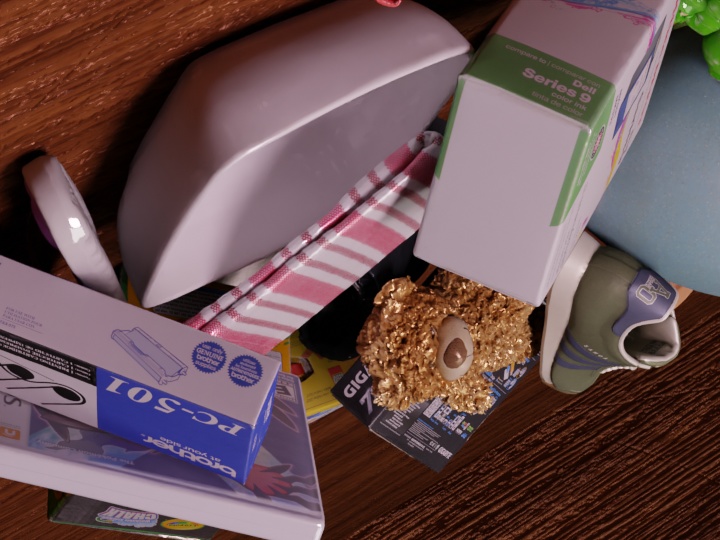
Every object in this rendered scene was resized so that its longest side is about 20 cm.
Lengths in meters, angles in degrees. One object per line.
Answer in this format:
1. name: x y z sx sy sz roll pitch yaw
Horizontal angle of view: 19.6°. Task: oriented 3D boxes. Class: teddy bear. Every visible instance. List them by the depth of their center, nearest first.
1. teddy bear: 0.083 0.037 1.433 0.200 0.067 0.145 8 116 -59

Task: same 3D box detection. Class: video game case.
1. video game case: -0.124 0.087 1.229 0.182 0.200 0.023 -105 -148 -64

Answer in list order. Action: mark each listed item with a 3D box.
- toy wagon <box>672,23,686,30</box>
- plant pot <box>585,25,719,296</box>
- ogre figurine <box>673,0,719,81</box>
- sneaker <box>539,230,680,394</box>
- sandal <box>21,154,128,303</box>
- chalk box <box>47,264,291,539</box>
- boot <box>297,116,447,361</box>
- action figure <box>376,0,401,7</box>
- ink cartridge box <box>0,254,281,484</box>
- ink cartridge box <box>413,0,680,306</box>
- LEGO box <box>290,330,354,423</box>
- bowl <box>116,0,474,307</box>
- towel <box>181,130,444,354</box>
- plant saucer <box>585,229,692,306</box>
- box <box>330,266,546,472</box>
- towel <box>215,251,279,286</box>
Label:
1. toy wagon: 0.214 -0.158 1.530 0.200 0.040 0.155 8 110 -40
2. plant pot: 0.216 -0.079 1.440 0.135 0.200 0.200 0 160 -9
3. ogre figurine: 0.244 -0.190 1.310 0.120 0.200 0.098 -22 -154 48
4. sneaker: 0.179 0.048 1.469 0.067 0.090 0.200 -58 163 -22
5. sandal: -0.166 -0.001 1.177 0.050 0.083 0.203 -23 150 -6
6. chalk box: -0.141 0.104 1.438 0.125 0.124 0.200 12 147 -24
7. boot: 0.000 0.000 1.491 0.168 0.076 0.200 -57 176 -35
8. action figure: 0.025 -0.170 1.001 0.200 0.099 0.065 -18 158 -47
9. ink cartridge box: -0.146 0.049 1.143 0.094 0.200 0.044 105 6 -64
10. ink cartridge box: 0.118 -0.101 1.252 0.200 0.087 0.145 -58 166 -45
11. LEGO box: -0.112 0.112 1.699 0.149 0.077 0.200 -29 172 30
12. bowl: -0.048 -0.079 1.199 0.200 0.075 0.200 -26 166 -33
13. towel: -0.017 -0.016 1.298 0.200 0.030 0.146 -39 170 5
14. plant saucer: 0.187 -0.017 1.746 0.200 0.200 0.037 -30 129 -21
15. box: 0.084 0.052 1.586 0.199 0.050 0.200 -50 157 0
16. towel: -0.090 0.006 1.511 0.132 0.035 0.200 -31 168 -15
